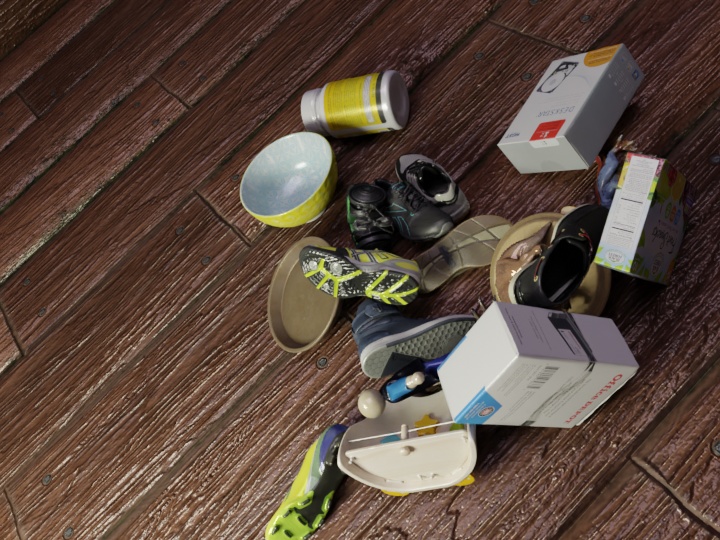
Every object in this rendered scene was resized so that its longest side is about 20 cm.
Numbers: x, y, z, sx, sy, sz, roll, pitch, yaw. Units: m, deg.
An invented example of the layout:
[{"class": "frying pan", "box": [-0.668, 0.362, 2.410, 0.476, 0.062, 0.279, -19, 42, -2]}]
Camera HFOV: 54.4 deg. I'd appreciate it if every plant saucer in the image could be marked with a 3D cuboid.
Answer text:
[{"class": "plant saucer", "box": [-0.092, 0.042, 1.199, 0.199, 0.029, 0.202, -18, 65, 44]}]

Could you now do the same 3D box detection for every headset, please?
[{"class": "headset", "box": [0.004, -0.084, 1.186, 0.093, 0.125, 0.200, -12, 9, -17]}]

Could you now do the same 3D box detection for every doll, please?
[{"class": "doll", "box": [0.085, 0.146, 0.968, 0.199, 0.136, 0.049, -26, 85, 4]}]

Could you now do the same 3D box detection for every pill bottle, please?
[{"class": "pill bottle", "box": [-0.012, -0.328, 1.402, 0.198, 0.114, 0.115, -3, 57, 26]}]

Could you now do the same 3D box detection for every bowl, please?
[{"class": "bowl", "box": [-0.119, -0.155, 1.345, 0.198, 0.108, 0.202, -15, 52, 20]}]

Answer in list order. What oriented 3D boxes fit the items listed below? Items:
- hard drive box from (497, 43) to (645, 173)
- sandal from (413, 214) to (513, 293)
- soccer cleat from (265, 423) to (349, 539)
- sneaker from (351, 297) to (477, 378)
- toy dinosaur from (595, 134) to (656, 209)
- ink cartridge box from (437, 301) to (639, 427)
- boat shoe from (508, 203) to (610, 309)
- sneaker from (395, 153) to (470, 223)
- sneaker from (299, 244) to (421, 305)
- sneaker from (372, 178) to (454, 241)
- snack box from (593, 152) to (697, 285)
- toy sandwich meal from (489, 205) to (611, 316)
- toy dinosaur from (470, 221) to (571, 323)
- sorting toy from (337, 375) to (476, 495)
[{"class": "hard drive box", "box": [0.346, -0.262, 1.154, 0.201, 0.077, 0.155, -56, 27, -16]}, {"class": "sandal", "box": [0.163, -0.027, 1.139, 0.199, 0.054, 0.081, -31, 81, 23]}, {"class": "soccer cleat", "box": [-0.072, 0.318, 1.035, 0.201, 0.065, 0.084, -55, 21, -9]}, {"class": "sneaker", "box": [0.084, 0.084, 1.090, 0.200, 0.078, 0.146, -12, 27, -8]}, {"class": "toy dinosaur", "box": [0.396, -0.103, 1.078, 0.183, 0.105, 0.200, -61, 18, -7]}, {"class": "ink cartridge box", "box": [0.221, 0.124, 0.880, 0.145, 0.198, 0.085, -57, 36, 38]}, {"class": "boat shoe", "box": [0.273, -0.019, 0.905, 0.201, 0.074, 0.063, -42, 12, -27]}, {"class": "sneaker", "box": [0.120, -0.168, 1.239, 0.076, 0.088, 0.200, -41, 47, -1]}, {"class": "sneaker", "box": [0.000, 0.000, 1.104, 0.198, 0.076, 0.077, 16, 33, 8]}, {"class": "sneaker", "box": [0.079, -0.105, 1.191, 0.075, 0.080, 0.199, -30, 30, -25]}, {"class": "snack box", "box": [0.380, -0.061, 0.921, 0.053, 0.199, 0.144, 21, 98, 36]}, {"class": "toy sandwich meal", "box": [0.285, 0.002, 1.029, 0.204, 0.070, 0.208, 0, 90, 38]}, {"class": "toy dinosaur", "box": [0.218, 0.028, 0.987, 0.135, 0.085, 0.202, -5, 78, 52]}, {"class": "sorting toy", "box": [0.088, 0.209, 0.994, 0.198, 0.107, 0.181, -17, 38, 25]}]
